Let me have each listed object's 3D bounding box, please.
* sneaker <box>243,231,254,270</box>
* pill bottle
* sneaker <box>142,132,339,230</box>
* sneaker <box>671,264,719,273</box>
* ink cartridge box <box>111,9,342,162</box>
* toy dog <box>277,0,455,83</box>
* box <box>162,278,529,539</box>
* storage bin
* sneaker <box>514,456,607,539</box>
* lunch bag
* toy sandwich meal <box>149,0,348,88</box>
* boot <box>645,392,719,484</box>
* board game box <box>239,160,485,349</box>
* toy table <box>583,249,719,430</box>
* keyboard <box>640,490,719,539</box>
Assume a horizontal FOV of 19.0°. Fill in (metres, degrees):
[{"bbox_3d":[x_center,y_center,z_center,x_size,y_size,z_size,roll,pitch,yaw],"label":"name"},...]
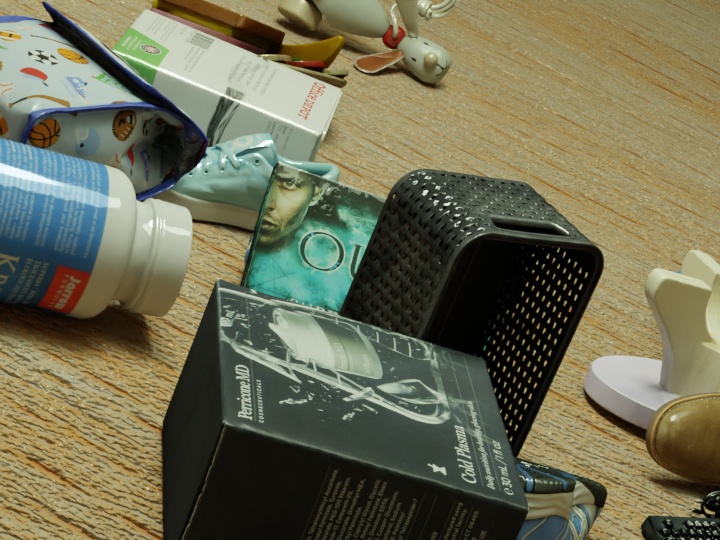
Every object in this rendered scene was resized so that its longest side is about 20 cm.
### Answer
[{"bbox_3d":[0.000,0.000,1.725,0.199,0.077,0.085,18,15,-17],"label":"sneaker"},{"bbox_3d":[-0.224,-0.029,1.515,0.199,0.113,0.112,14,23,-20],"label":"pill bottle"},{"bbox_3d":[-0.110,-0.086,1.800,0.199,0.082,0.074,13,23,-24],"label":"sneaker"},{"bbox_3d":[0.302,0.038,1.955,0.078,0.066,0.200,17,19,19],"label":"sneaker"},{"bbox_3d":[-0.128,-0.144,1.914,0.199,0.085,0.146,23,22,-1],"label":"ink cartridge box"},{"bbox_3d":[0.010,-0.280,2.338,0.199,0.133,0.096,12,0,-1],"label":"toy dog"},{"bbox_3d":[-0.016,0.123,1.358,0.196,0.124,0.200,15,23,-13],"label":"box"},{"bbox_3d":[0.066,0.041,1.517,0.135,0.201,0.094,5,28,-37],"label":"storage bin"},{"bbox_3d":[0.116,0.170,1.454,0.075,0.077,0.200,14,-1,20],"label":"sneaker"},{"bbox_3d":[-0.241,-0.129,1.706,0.199,0.124,0.170,-9,38,-47],"label":"lunch bag"},{"bbox_3d":[-0.105,-0.219,2.065,0.204,0.071,0.205,12,3,-1],"label":"toy sandwich meal"},{"bbox_3d":[0.317,0.145,1.679,0.199,0.074,0.075,15,5,-24],"label":"boot"},{"bbox_3d":[0.010,0.010,1.652,0.199,0.136,0.028,18,-21,-11],"label":"board game box"},{"bbox_3d":[0.295,0.072,1.777,0.199,0.118,0.184,9,22,-37],"label":"toy table"},{"bbox_3d":[0.297,0.195,1.607,0.199,0.040,0.104,8,27,-35],"label":"keyboard"}]
